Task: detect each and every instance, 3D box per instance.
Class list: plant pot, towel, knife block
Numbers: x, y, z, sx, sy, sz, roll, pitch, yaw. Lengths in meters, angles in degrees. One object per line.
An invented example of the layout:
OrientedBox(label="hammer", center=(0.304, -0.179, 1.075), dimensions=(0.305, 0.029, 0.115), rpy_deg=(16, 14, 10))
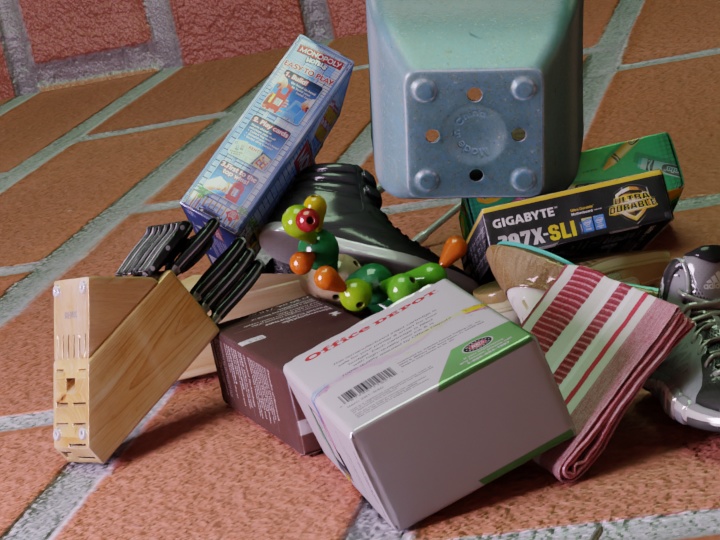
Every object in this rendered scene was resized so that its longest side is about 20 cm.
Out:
OrientedBox(label="plant pot", center=(0.098, -0.153, 1.826), dimensions=(0.196, 0.196, 0.200), rpy_deg=(-1, 28, 4))
OrientedBox(label="towel", center=(0.152, 0.070, 1.526), dimensions=(0.144, 0.023, 0.200), rpy_deg=(-52, 19, -2))
OrientedBox(label="knife block", center=(-0.161, 0.056, 1.736), dimensions=(0.175, 0.201, 0.064), rpy_deg=(2, -5, -34))
OrientedBox(label="knife block", center=(-0.162, 0.061, 1.861), dimensions=(0.200, 0.064, 0.175), rpy_deg=(0, 19, 39))

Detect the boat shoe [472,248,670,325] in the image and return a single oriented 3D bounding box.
OrientedBox(label="boat shoe", center=(0.182, 0.024, 1.777), dimensions=(0.200, 0.063, 0.073), rpy_deg=(-15, 6, -38))

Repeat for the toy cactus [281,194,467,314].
OrientedBox(label="toy cactus", center=(0.000, 0.000, 1.767), dimensions=(0.200, 0.102, 0.165), rpy_deg=(26, -11, -27))

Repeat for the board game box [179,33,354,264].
OrientedBox(label="board game box", center=(-0.075, -0.101, 1.919), dimensions=(0.062, 0.200, 0.200), rpy_deg=(29, -11, 11))

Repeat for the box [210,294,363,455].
OrientedBox(label="box", center=(-0.043, 0.081, 1.695), dimensions=(0.100, 0.075, 0.200), rpy_deg=(-17, 17, -20))

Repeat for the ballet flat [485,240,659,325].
OrientedBox(label="ballet flat", center=(0.173, 0.035, 1.643), dimensions=(0.200, 0.068, 0.072), rpy_deg=(19, 68, 26))

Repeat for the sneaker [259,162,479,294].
OrientedBox(label="sneaker", center=(0.019, -0.036, 1.865), dimensions=(0.200, 0.071, 0.099), rpy_deg=(18, 59, 2))

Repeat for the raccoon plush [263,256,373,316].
OrientedBox(label="raccoon plush", center=(-0.015, 0.016, 1.976), dimensions=(0.097, 0.134, 0.200), rpy_deg=(-38, -7, -28))

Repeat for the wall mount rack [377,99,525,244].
OrientedBox(label="wall mount rack", center=(0.115, -0.087, 2.096), dimensions=(0.173, 0.075, 0.200), rpy_deg=(-5, -29, 19))

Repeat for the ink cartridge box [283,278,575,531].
OrientedBox(label="ink cartridge box", center=(0.044, 0.090, 1.505), dimensions=(0.145, 0.084, 0.200), rpy_deg=(-28, 17, -9))

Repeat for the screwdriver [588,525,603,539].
OrientedBox(label="screwdriver", center=(0.114, 0.193, 1.215), dimensions=(0.029, 0.028, 0.200), rpy_deg=(27, 28, 17))

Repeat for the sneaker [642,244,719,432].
OrientedBox(label="sneaker", center=(0.244, 0.043, 1.478), dimensions=(0.075, 0.116, 0.200), rpy_deg=(4, 9, -16))

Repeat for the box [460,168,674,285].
OrientedBox(label="box", center=(0.176, -0.031, 1.848), dimensions=(0.159, 0.049, 0.200), rpy_deg=(-11, -9, -4))

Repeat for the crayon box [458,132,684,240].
OrientedBox(label="crayon box", center=(0.195, -0.065, 1.986), dimensions=(0.199, 0.058, 0.119), rpy_deg=(-13, -14, -2))
